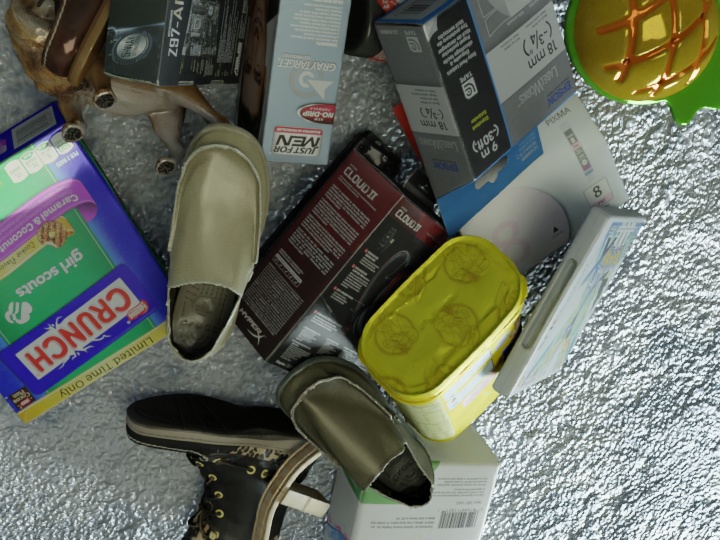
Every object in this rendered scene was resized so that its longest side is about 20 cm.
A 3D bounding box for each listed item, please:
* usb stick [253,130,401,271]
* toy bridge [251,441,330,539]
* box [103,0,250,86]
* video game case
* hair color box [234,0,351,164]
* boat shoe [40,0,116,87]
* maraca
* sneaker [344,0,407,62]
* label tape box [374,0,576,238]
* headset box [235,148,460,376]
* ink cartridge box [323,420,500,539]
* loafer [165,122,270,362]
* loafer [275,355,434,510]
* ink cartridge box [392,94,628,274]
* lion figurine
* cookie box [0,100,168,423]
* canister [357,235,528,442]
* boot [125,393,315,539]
[{"bbox_3d":[-0.043,-0.036,0.980,0.055,0.033,0.200,38,97,-23],"label":"usb stick"},{"bbox_3d":[-0.059,0.211,1.022,0.067,0.027,0.201,30,94,-46],"label":"toy bridge"},{"bbox_3d":[-0.118,-0.236,0.780,0.043,0.160,0.203,12,103,12],"label":"box"},{"bbox_3d":[0.200,0.025,1.026,0.184,0.022,0.199,-63,161,13],"label":"video game case"},{"bbox_3d":[-0.052,-0.196,0.866,0.060,0.099,0.203,1,113,-20],"label":"hair color box"},{"bbox_3d":[-0.191,-0.221,0.777,0.070,0.202,0.070,25,145,-17],"label":"boat shoe"},{"bbox_3d":[0.266,-0.207,0.969,0.198,0.107,0.138,22,112,-26],"label":"maraca"},{"bbox_3d":[0.036,-0.272,0.890,0.107,0.067,0.205,-1,100,-43],"label":"sneaker"},{"bbox_3d":[0.107,-0.144,0.895,0.144,0.063,0.202,-40,123,-28],"label":"label tape box"},{"bbox_3d":[0.000,0.000,0.956,0.201,0.075,0.148,-50,146,7],"label":"headset box"},{"bbox_3d":[0.043,0.261,1.113,0.142,0.084,0.203,4,111,-21],"label":"ink cartridge box"},{"bbox_3d":[-0.112,-0.013,0.850,0.074,0.069,0.203,6,116,-7],"label":"loafer"},{"bbox_3d":[0.007,0.145,0.952,0.075,0.070,0.200,-46,126,5],"label":"loafer"},{"bbox_3d":[0.142,-0.103,1.007,0.161,0.057,0.201,-34,124,-2],"label":"ink cartridge box"},{"bbox_3d":[-0.184,-0.144,0.855,0.072,0.123,0.199,-44,137,20],"label":"lion figurine"},{"bbox_3d":[-0.260,-0.004,0.892,0.170,0.075,0.202,-32,121,-5],"label":"cookie box"},{"bbox_3d":[0.082,0.071,0.981,0.148,0.086,0.200,-45,158,-8],"label":"canister"},{"bbox_3d":[-0.139,0.200,1.030,0.197,0.073,0.153,9,109,-32],"label":"boot"}]
